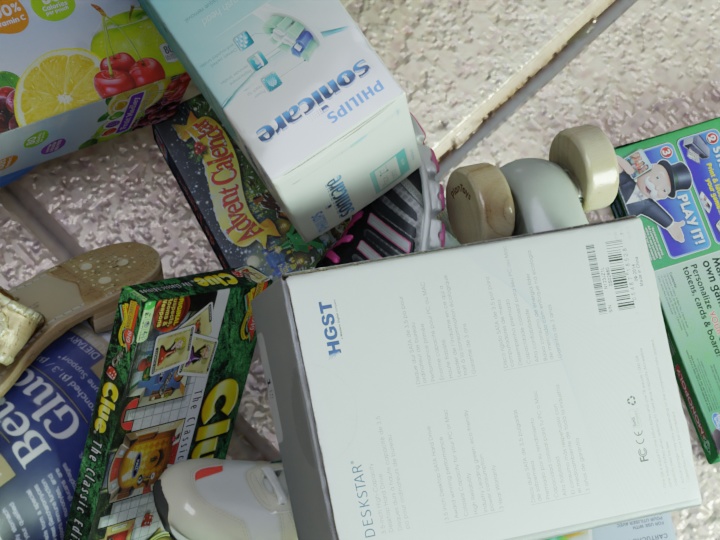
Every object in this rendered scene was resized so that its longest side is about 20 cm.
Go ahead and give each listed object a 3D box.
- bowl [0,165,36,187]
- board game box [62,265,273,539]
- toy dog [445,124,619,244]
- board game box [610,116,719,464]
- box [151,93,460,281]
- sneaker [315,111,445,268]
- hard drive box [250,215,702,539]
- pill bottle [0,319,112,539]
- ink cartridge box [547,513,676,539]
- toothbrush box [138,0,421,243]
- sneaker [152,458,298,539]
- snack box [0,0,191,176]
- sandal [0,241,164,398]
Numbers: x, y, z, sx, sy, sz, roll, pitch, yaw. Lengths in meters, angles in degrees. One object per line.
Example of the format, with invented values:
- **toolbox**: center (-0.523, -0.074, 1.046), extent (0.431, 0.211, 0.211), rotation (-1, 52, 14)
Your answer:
- **bowl**: center (-0.261, -0.140, 1.196), extent (0.199, 0.039, 0.202), rotation (8, 63, -16)
- **board game box**: center (-0.109, 0.097, 1.077), extent (0.023, 0.105, 0.201), rotation (26, 112, 29)
- **toy dog**: center (0.106, 0.018, 1.145), extent (0.131, 0.096, 0.201), rotation (6, 79, -14)
- **board game box**: center (0.241, 0.003, 1.214), extent (0.134, 0.029, 0.201), rotation (-16, 75, -9)
- **box**: center (-0.022, -0.033, 1.206), extent (0.136, 0.038, 0.201), rotation (-27, 76, -11)
- **sneaker**: center (0.000, 0.000, 1.137), extent (0.087, 0.074, 0.201), rotation (1, 78, -10)
- **hard drive box**: center (0.059, 0.067, 1.032), extent (0.199, 0.077, 0.157), rotation (-9, 82, -17)
- **pill bottle**: center (-0.203, 0.116, 1.080), extent (0.111, 0.111, 0.200), rotation (45, 53, 10)
- **ink cartridge box**: center (0.119, 0.143, 1.156), extent (0.119, 0.042, 0.201), rotation (-9, 75, -10)
- **toothbrush box**: center (-0.058, -0.129, 1.067), extent (0.085, 0.146, 0.200), rotation (-33, 76, -2)
- **sneaker**: center (-0.016, 0.115, 1.081), extent (0.199, 0.094, 0.071), rotation (14, 35, -34)
- **snack box**: center (-0.222, -0.142, 1.148), extent (0.199, 0.068, 0.169), rotation (-21, 74, -29)
- **sandal**: center (-0.197, 0.017, 1.057), extent (0.211, 0.070, 0.077), rotation (-31, 39, -34)
